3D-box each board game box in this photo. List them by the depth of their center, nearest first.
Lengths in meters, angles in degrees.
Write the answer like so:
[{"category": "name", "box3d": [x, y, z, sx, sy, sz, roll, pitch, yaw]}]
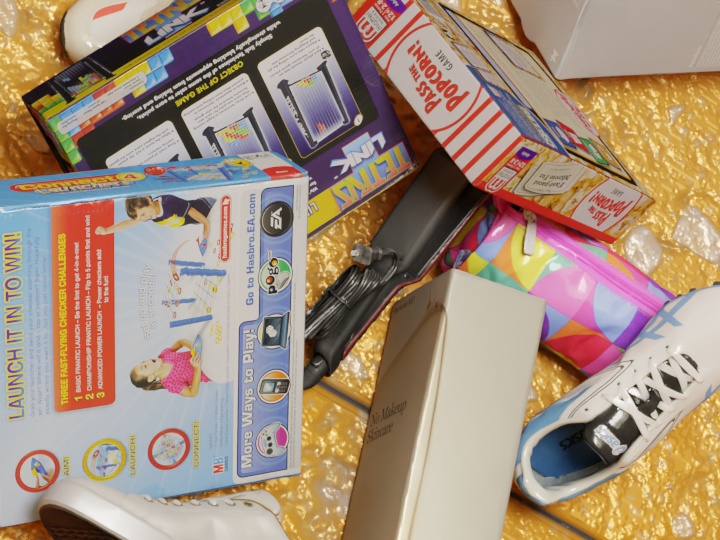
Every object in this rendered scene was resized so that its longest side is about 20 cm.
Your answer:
[{"category": "board game box", "box3d": [-0.132, 0.038, 1.234, 0.196, 0.056, 0.200, -7, 112, -25]}, {"category": "board game box", "box3d": [-0.082, -0.086, 1.278, 0.200, 0.057, 0.165, -33, 122, -13]}, {"category": "board game box", "box3d": [0.095, -0.101, 1.339, 0.200, 0.046, 0.152, 18, 32, -57]}]

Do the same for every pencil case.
[{"category": "pencil case", "box3d": [0.147, 0.018, 1.398, 0.200, 0.088, 0.088, 35, 65, -14]}]

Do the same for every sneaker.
[{"category": "sneaker", "box3d": [-0.102, 0.158, 1.240, 0.200, 0.073, 0.085, 34, 57, -29]}, {"category": "sneaker", "box3d": [-0.090, -0.157, 1.339, 0.200, 0.093, 0.070, 6, 73, -22]}, {"category": "sneaker", "box3d": [0.181, 0.086, 1.343, 0.200, 0.072, 0.072, -41, 105, 18]}]

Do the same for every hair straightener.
[{"category": "hair straightener", "box3d": [0.000, 0.000, 1.322, 0.200, 0.077, 0.041, -47, 60, 1]}]

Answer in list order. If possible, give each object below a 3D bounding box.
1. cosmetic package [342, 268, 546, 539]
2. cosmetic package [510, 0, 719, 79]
[{"category": "cosmetic package", "box3d": [0.050, 0.111, 1.321, 0.073, 0.104, 0.200, 18, 68, -17]}, {"category": "cosmetic package", "box3d": [0.214, -0.201, 1.471, 0.200, 0.090, 0.107, -4, 48, -28]}]
